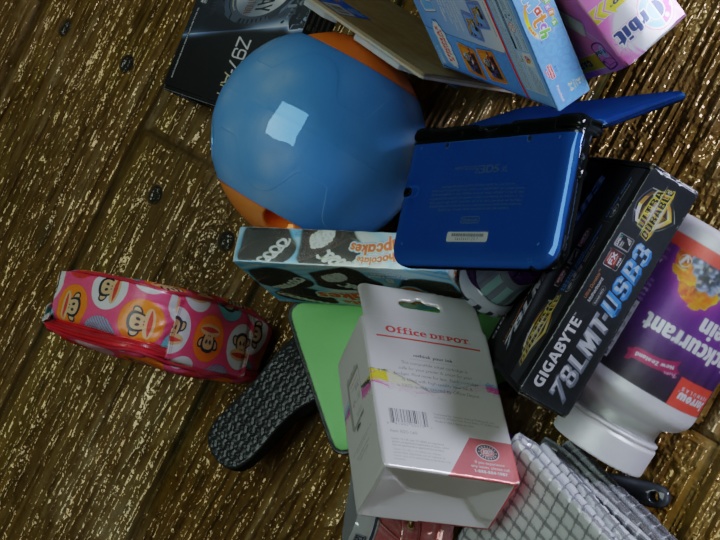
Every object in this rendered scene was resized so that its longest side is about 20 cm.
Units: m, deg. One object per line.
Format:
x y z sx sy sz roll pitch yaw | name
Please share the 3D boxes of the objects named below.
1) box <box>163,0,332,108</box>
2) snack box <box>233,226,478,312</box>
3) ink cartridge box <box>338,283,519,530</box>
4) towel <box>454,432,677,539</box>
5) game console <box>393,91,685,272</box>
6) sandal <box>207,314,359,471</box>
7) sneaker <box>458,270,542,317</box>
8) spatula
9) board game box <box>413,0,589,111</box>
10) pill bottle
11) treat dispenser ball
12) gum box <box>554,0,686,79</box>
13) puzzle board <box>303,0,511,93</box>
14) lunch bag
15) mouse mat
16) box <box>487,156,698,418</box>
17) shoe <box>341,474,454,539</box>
-0.107 -0.260 1.451 0.160 0.043 0.201 22 91 35 | box
0.000 0.000 1.236 0.199 0.116 0.037 3 72 20 | snack box
0.049 0.107 1.130 0.201 0.116 0.068 -98 25 -45 | ink cartridge box
0.171 0.249 1.105 0.200 0.085 0.166 46 123 37 | towel
0.141 -0.073 1.108 0.200 0.118 0.172 2 77 55 | game console
-0.061 0.114 1.321 0.200 0.048 0.075 -40 62 10 | sandal
0.144 -0.058 1.184 0.087 0.074 0.201 -38 34 54 | sneaker
0.171 0.174 1.175 0.199 0.021 0.057 7 93 32 | spatula
0.093 -0.217 1.098 0.037 0.152 0.200 -34 28 -11 | board game box
0.240 0.059 1.104 0.111 0.111 0.201 34 98 34 | pill bottle
-0.039 -0.120 1.276 0.200 0.201 0.202 -9 74 31 | treat dispenser ball
0.162 -0.215 1.107 0.066 0.200 0.114 -41 99 -10 | gum box
0.036 -0.216 1.284 0.200 0.150 0.017 39 116 34 | puzzle board
-0.204 0.051 1.345 0.176 0.200 0.082 11 83 37 | lunch bag
0.041 0.063 1.268 0.199 0.008 0.162 -25 65 10 | mouse mat
0.177 0.006 1.116 0.050 0.199 0.201 29 94 -7 | box
0.045 0.159 1.196 0.072 0.091 0.201 119 165 -54 | shoe
